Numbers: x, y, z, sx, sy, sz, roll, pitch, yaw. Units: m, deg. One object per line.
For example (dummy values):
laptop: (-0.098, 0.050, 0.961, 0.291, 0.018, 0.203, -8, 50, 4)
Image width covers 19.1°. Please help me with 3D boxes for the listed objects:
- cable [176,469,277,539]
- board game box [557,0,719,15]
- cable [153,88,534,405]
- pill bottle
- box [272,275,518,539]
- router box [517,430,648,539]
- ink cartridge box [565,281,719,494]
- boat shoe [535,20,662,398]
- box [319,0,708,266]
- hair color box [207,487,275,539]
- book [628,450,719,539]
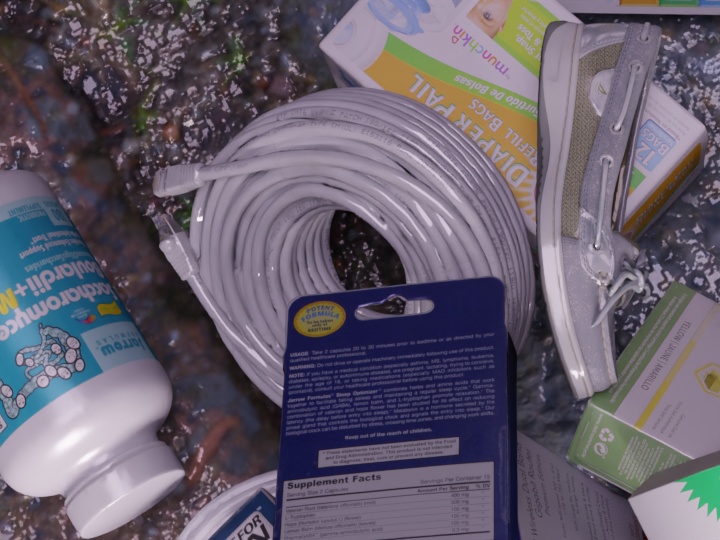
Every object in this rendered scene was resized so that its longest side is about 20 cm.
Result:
cable: (-0.022, 0.207, 1.194, 0.198, 0.069, 0.201, 4, 79, 8)
board game box: (0.200, -0.217, 1.235, 0.198, 0.034, 0.135, 1, 114, 7)
cable: (0.000, 0.000, 1.181, 0.199, 0.069, 0.201, -21, 100, 37)
pill bottle: (-0.180, 0.051, 1.225, 0.110, 0.111, 0.201, -34, 77, -1)
box: (0.018, 0.098, 1.061, 0.120, 0.032, 0.201, -6, 57, 13)
router box: (0.126, 0.199, 1.085, 0.049, 0.179, 0.201, -38, 39, 27)
ink cartridge box: (0.227, 0.099, 1.153, 0.199, 0.146, 0.048, 28, 126, 13)
boat shoe: (0.127, -0.035, 1.120, 0.064, 0.074, 0.203, -2, 72, 11)
box: (0.088, -0.092, 1.224, 0.200, 0.101, 0.113, 41, 86, 12)
hair color box: (0.005, 0.209, 1.094, 0.061, 0.100, 0.200, -44, 69, -2)
book: (0.236, 0.175, 1.058, 0.133, 0.048, 0.201, -26, 93, 39)
